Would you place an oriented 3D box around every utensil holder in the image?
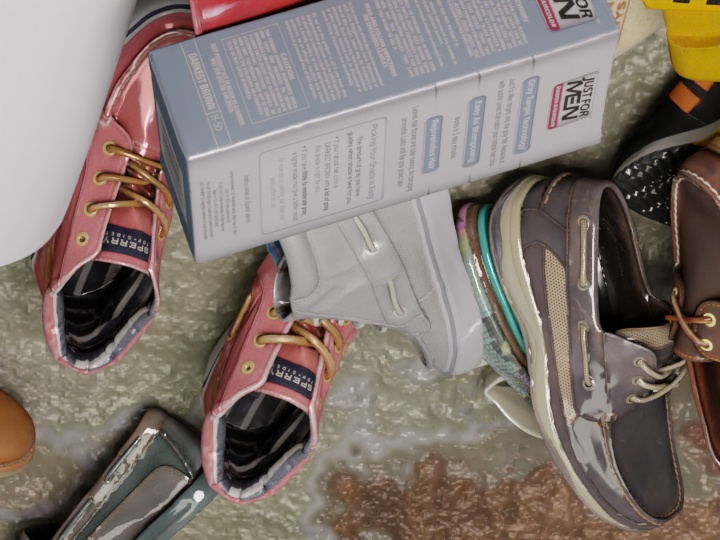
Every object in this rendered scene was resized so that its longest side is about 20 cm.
[{"bbox_3d":[-0.191,-0.123,1.292,0.169,0.170,0.201,14,126,-10],"label":"utensil holder"}]

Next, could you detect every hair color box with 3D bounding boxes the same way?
[{"bbox_3d":[0.010,-0.077,1.223,0.199,0.061,0.099,-17,155,-9],"label":"hair color box"}]

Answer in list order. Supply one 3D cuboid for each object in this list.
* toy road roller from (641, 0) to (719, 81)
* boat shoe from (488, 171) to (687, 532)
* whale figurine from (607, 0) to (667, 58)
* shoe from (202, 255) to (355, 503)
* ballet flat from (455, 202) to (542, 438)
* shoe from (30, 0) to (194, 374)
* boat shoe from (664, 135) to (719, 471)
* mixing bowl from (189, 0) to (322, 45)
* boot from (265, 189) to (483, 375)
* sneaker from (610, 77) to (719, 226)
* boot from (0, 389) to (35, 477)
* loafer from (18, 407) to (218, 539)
[{"bbox_3d":[0.197,-0.160,1.226,0.199,0.123,0.146,5,142,19],"label":"toy road roller"},{"bbox_3d":[0.130,0.044,1.420,0.073,0.074,0.201,-11,107,42],"label":"boat shoe"},{"bbox_3d":[0.085,-0.147,1.335,0.199,0.104,0.160,-9,130,-24],"label":"whale figurine"},{"bbox_3d":[-0.027,0.029,1.439,0.071,0.091,0.200,21,123,-15],"label":"shoe"},{"bbox_3d":[0.089,0.048,1.484,0.071,0.069,0.200,-19,126,33],"label":"ballet flat"},{"bbox_3d":[-0.114,-0.043,1.390,0.071,0.091,0.201,12,127,-22],"label":"shoe"},{"bbox_3d":[0.189,0.026,1.371,0.070,0.070,0.201,-32,127,-13],"label":"boat shoe"},{"bbox_3d":[-0.030,-0.200,1.219,0.108,0.201,0.201,-6,126,0],"label":"mixing bowl"},{"bbox_3d":[0.000,0.000,1.356,0.095,0.074,0.200,-25,143,-6],"label":"boot"},{"bbox_3d":[0.198,-0.091,1.377,0.070,0.090,0.200,26,150,-14],"label":"sneaker"},{"bbox_3d":[-0.233,0.015,1.458,0.199,0.077,0.155,31,116,-12],"label":"boot"},{"bbox_3d":[-0.162,0.153,1.562,0.200,0.072,0.063,-40,97,17],"label":"loafer"}]
